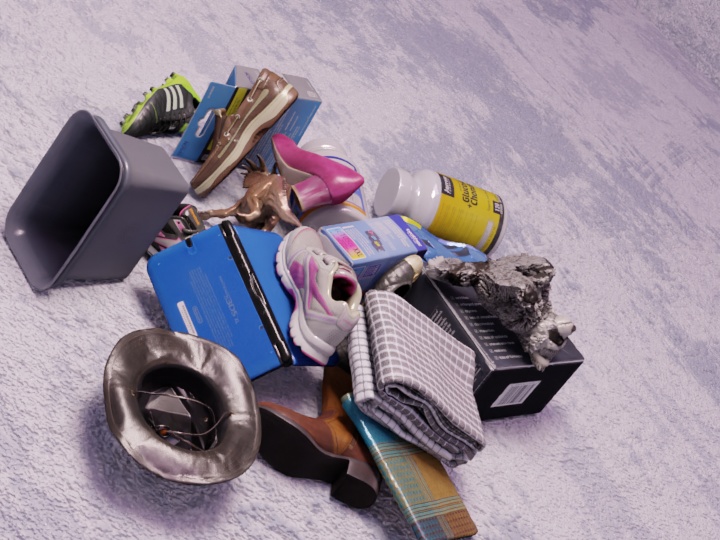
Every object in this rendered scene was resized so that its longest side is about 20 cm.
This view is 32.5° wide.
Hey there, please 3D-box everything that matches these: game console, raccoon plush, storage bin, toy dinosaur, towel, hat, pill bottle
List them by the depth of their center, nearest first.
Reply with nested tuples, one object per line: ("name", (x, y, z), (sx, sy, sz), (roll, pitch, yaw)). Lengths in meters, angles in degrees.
("hat", (-0.201, 0.162, 1.334), (0.199, 0.081, 0.202), (19, 42, -18))
("storage bin", (-0.310, -0.081, 1.468), (0.134, 0.200, 0.146), (8, 38, -53))
("towel", (0.059, 0.234, 1.473), (0.146, 0.022, 0.201), (11, 46, -59))
("towel", (0.072, 0.133, 1.513), (0.200, 0.085, 0.166), (37, 26, -34))
("game console", (-0.143, 0.052, 1.517), (0.118, 0.169, 0.201), (73, -9, -68))
("raccoon plush", (0.191, 0.050, 1.647), (0.199, 0.135, 0.097), (15, 35, 36))
("toy dinosaur", (-0.131, -0.100, 1.690), (0.086, 0.199, 0.136), (48, 66, -24))
("pill bottle", (-0.048, -0.104, 1.805), (0.111, 0.112, 0.201), (19, 34, -23))
("pill bottle", (0.126, -0.094, 1.953), (0.198, 0.112, 0.113), (18, 35, -25))

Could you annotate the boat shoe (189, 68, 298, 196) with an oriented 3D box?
("boat shoe", (-0.178, -0.198, 1.735), (0.075, 0.202, 0.075), (42, 2, -6))

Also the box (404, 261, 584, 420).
("box", (0.168, 0.096, 1.721), (0.199, 0.124, 0.197), (0, 47, -42))

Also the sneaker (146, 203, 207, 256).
("sneaker", (-0.224, -0.036, 1.573), (0.199, 0.087, 0.080), (36, 33, 3))

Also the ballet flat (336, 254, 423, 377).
("ballet flat", (0.028, 0.061, 1.628), (0.057, 0.067, 0.201), (28, 67, 22))

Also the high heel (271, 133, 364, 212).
("high heel", (-0.065, -0.151, 1.732), (0.095, 0.068, 0.200), (-20, 30, -7))

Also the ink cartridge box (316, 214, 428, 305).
("ink cartridge box", (0.000, 0.000, 1.683), (0.199, 0.137, 0.076), (-14, 56, -50))

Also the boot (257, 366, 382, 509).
("boot", (-0.042, 0.167, 1.483), (0.187, 0.069, 0.201), (28, 31, -10))

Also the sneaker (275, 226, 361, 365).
("sneaker", (-0.042, 0.017, 1.513), (0.081, 0.088, 0.201), (34, 29, -42))

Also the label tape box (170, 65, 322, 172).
("label tape box", (-0.175, -0.226, 1.821), (0.199, 0.144, 0.066), (5, 41, -39))

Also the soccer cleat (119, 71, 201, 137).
("soccer cleat", (-0.285, -0.230, 1.807), (0.081, 0.067, 0.200), (44, 30, -7))

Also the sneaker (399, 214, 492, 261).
("sneaker", (0.118, -0.011, 1.887), (0.199, 0.066, 0.079), (24, 44, -15))
